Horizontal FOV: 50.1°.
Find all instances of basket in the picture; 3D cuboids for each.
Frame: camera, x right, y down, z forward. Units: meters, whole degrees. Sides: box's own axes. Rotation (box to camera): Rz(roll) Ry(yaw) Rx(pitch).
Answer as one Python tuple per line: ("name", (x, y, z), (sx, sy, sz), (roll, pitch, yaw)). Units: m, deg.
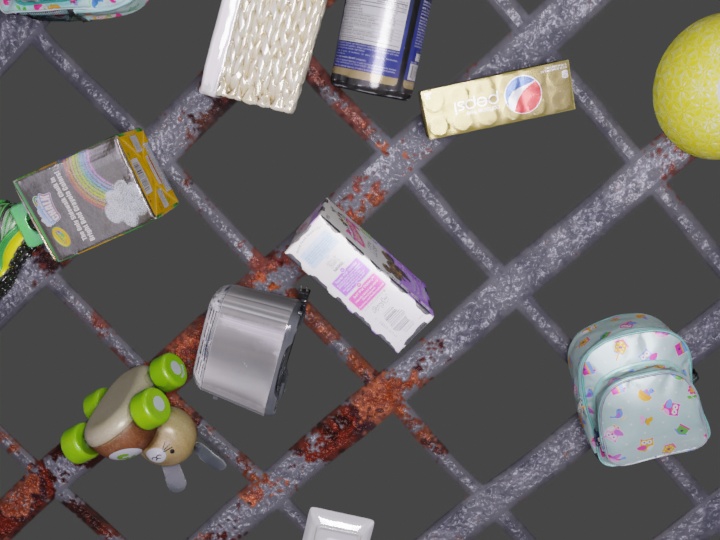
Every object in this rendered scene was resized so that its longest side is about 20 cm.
("basket", (-0.119, -0.309, 1.000), (0.123, 0.136, 0.200), (17, 103, -7))

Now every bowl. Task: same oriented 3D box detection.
("bowl", (0.503, -0.241, 1.015), (0.200, 0.108, 0.200), (0, 104, 1))

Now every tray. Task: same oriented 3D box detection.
("tray", (-0.050, 0.484, 1.247), (0.107, 0.022, 0.200), (12, 104, -3))

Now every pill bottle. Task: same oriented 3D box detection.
("pill bottle", (0.032, -0.329, 1.001), (0.112, 0.112, 0.200), (12, 103, -2))

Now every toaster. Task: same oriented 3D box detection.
("toaster", (-0.158, 0.103, 1.111), (0.129, 0.114, 0.200), (16, 105, 0))

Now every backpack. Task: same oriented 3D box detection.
("backpack", (0.392, 0.168, 1.097), (0.176, 0.153, 0.200), (-16, 96, 10))
("backpack", (-0.365, -0.410, 0.978), (0.200, 0.151, 0.178), (0, 102, -4))

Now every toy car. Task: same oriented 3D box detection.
("toy car", (-0.300, 0.252, 1.140), (0.164, 0.158, 0.200), (-27, 114, 20))

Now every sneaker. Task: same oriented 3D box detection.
("sneaker", (-0.541, -0.014, 1.117), (0.085, 0.078, 0.200), (37, 93, 0))

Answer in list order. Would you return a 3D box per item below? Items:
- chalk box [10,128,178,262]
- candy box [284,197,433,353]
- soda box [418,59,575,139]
("chalk box", (-0.378, -0.098, 1.062), (0.200, 0.124, 0.125), (-21, 103, 7))
("candy box", (0.000, 0.000, 1.053), (0.200, 0.168, 0.072), (41, 101, -9))
("soda box", (0.182, -0.231, 1.046), (0.200, 0.064, 0.068), (-11, 103, 4))
